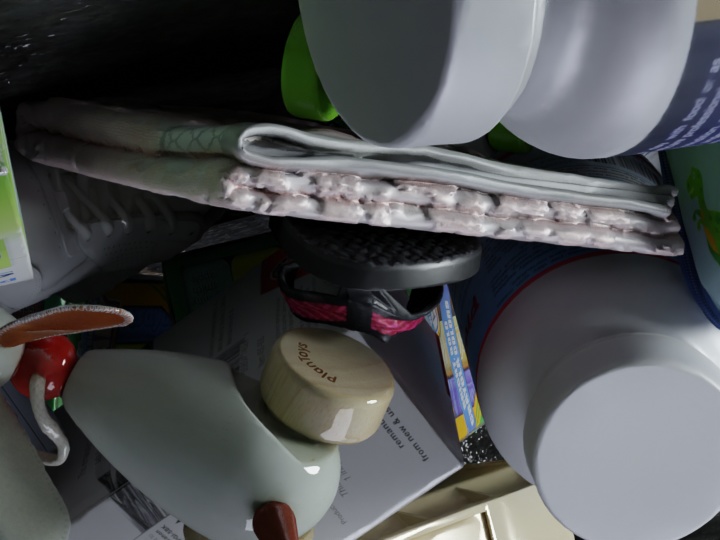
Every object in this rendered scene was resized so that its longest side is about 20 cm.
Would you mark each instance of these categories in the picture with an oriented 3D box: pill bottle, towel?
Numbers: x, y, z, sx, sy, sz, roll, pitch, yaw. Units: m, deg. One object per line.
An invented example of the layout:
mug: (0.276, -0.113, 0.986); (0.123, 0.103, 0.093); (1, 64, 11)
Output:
pill bottle: (0.097, 0.027, 0.943); (0.108, 0.109, 0.200); (-13, -154, 1)
pill bottle: (0.090, -0.091, 0.622); (0.199, 0.116, 0.116); (-10, 172, -25)
towel: (-0.007, -0.039, 0.867); (0.199, 0.032, 0.191); (6, -176, -30)

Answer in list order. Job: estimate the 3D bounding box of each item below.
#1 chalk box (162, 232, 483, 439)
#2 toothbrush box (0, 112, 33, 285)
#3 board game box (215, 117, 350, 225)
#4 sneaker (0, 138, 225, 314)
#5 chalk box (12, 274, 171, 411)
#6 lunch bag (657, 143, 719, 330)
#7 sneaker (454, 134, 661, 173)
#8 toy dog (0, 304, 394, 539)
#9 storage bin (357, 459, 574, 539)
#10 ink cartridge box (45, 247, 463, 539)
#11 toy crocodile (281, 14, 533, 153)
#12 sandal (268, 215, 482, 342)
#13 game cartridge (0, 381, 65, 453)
chalk box: (-0.017, 0.037, 1.148); (0.124, 0.125, 0.200); (-12, 179, 12)
toothbrush box: (-0.182, -0.036, 0.707); (0.145, 0.087, 0.200); (-12, 174, -9)
board game box: (-0.082, -0.036, 1.118); (0.199, 0.024, 0.105); (-15, 176, 15)
sneaker: (-0.112, -0.032, 0.953); (0.099, 0.078, 0.200); (-21, 180, 13)
chalk box: (-0.179, 0.061, 1.183); (0.124, 0.125, 0.200); (4, -179, 25)
lunch bag: (0.215, -0.061, 0.889); (0.199, 0.162, 0.082); (-8, 163, -15)
sneaker: (0.105, -0.062, 1.063); (0.199, 0.075, 0.087); (-11, 164, -26)
toy dog: (-0.086, 0.064, 0.833); (0.199, 0.133, 0.096); (0, -155, -2)
storage bin: (-0.023, 0.165, 1.116); (0.199, 0.094, 0.198); (-14, -179, -44)
ink cartridge box: (-0.063, 0.080, 0.974); (0.200, 0.083, 0.147); (-35, -163, 10)
toy crocodile: (0.025, -0.080, 0.844); (0.067, 0.062, 0.200); (11, -177, 20)
sandal: (0.000, 0.000, 0.882); (0.075, 0.045, 0.200); (9, -176, -7)
game cartridge: (-0.202, 0.033, 1.002); (0.041, 0.134, 0.200); (-33, -172, -24)
